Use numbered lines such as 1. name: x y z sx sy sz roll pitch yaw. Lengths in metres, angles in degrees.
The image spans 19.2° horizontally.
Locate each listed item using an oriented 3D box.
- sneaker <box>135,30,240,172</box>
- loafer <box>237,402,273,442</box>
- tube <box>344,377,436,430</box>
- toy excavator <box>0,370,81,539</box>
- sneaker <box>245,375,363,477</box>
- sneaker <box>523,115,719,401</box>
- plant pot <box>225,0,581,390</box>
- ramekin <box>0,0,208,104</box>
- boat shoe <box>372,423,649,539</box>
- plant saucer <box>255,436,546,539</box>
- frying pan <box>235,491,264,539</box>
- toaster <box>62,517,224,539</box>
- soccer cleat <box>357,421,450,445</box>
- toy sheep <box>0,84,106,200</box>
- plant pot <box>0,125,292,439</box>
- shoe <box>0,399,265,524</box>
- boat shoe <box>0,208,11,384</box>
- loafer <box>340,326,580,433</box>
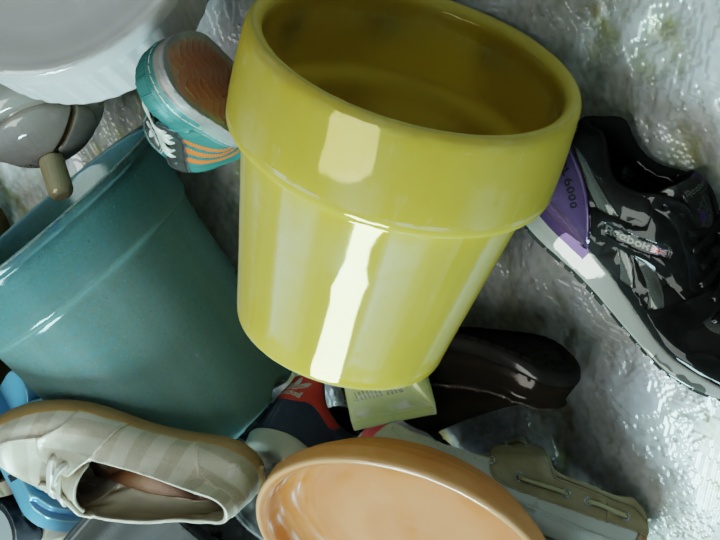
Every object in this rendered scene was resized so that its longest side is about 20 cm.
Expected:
1. sneaker: -0.106 -0.096 1.326 0.079 0.200 0.072 -23 80 14
2. loafer: -0.117 0.135 1.587 0.200 0.070 0.068 -4 115 43
3. tube: 0.000 0.000 1.364 0.058 0.052 0.201 151 107 -86
4. toy excavator: -0.240 0.094 1.645 0.195 0.099 0.200 59 137 22
5. sneaker: -0.004 0.149 1.510 0.075 0.085 0.200 5 145 36
6. sneaker: 0.185 -0.007 1.238 0.200 0.076 0.088 42 130 10
7. plant pot: 0.010 -0.043 1.241 0.200 0.200 0.190 28 121 23
8. ramekin: -0.182 -0.198 1.338 0.202 0.203 0.094 30 172 21
9. boat shoe: 0.095 0.146 1.380 0.199 0.069 0.075 30 159 -10
10. plant saucer: 0.032 0.167 1.343 0.199 0.038 0.201 15 143 11
11. frying pan: -0.017 0.197 1.475 0.114 0.031 0.190 4 148 36
12. toaster: -0.141 0.259 1.613 0.181 0.119 0.200 39 161 12
13. soccer cleat: 0.071 0.181 1.440 0.200 0.073 0.068 46 178 3
14. toy sheep: -0.226 -0.140 1.448 0.138 0.137 0.201 -46 51 47
15. plant pot: -0.160 0.035 1.484 0.196 0.200 0.200 50 138 -12
16. shoe: -0.163 0.131 1.409 0.199 0.054 0.070 6 131 18
17. boat shoe: -0.314 0.024 1.679 0.066 0.072 0.202 22 134 21
18. loafer: 0.061 0.072 1.383 0.199 0.073 0.072 9 95 47
